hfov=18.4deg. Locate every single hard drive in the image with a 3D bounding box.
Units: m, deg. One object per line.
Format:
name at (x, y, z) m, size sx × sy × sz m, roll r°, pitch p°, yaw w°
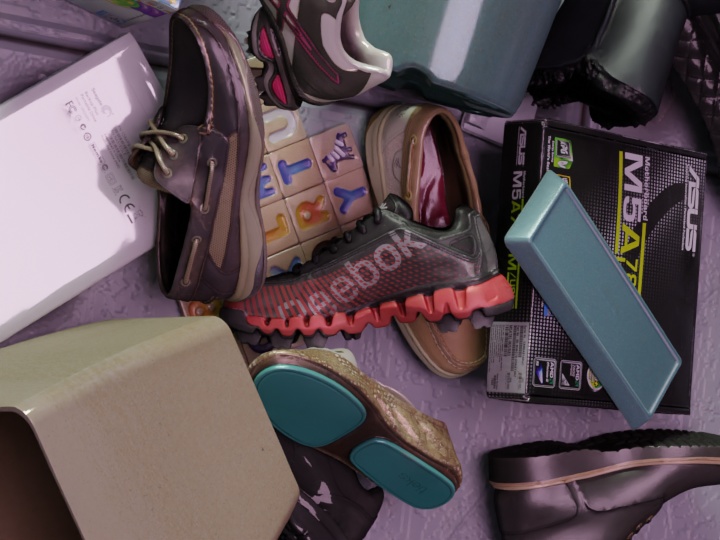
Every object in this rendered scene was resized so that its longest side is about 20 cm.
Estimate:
hard drive at (-0.204, -0.051, 1.456) m, size 0.200 × 0.027 × 0.132 m, roll -33°, pitch 103°, yaw -21°

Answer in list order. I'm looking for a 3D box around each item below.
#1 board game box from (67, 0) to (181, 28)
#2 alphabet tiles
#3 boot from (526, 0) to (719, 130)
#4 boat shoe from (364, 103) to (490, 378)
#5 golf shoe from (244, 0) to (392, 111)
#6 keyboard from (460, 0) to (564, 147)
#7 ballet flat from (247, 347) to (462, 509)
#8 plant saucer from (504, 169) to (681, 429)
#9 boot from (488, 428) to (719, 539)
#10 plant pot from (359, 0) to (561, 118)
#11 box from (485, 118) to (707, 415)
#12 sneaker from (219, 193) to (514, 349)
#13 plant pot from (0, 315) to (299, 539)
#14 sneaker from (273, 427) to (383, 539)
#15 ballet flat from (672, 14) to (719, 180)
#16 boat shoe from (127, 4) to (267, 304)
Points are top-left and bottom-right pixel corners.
board game box at (-0.146, -0.275, 1.450) m, size 0.103 × 0.105 × 0.200 m, roll 25°, pitch 79°, yaw -24°
alphabet tiles at (-0.068, -0.044, 1.539) m, size 0.167 × 0.008 × 0.200 m, roll -23°, pitch 100°, yaw -25°
boot at (0.229, -0.173, 1.587) m, size 0.076 × 0.200 × 0.168 m, roll 66°, pitch 40°, yaw -55°
boat shoe at (0.056, -0.021, 1.562) m, size 0.074 × 0.066 × 0.200 m, roll -21°, pitch 99°, yaw -34°
golf shoe at (-0.044, -0.198, 1.407) m, size 0.077 × 0.088 × 0.200 m, roll -57°, pitch 133°, yaw -45°
keyboard at (0.124, -0.188, 1.637) m, size 0.056 × 0.011 × 0.200 m, roll 22°, pitch 80°, yaw -30°
ballet flat at (-0.007, 0.093, 1.486) m, size 0.200 × 0.070 × 0.065 m, roll 41°, pitch 32°, yaw -38°
plant saucer at (0.168, 0.023, 1.559) m, size 0.070 × 0.019 × 0.200 m, roll -56°, pitch 127°, yaw -28°
boot at (0.190, 0.192, 1.632) m, size 0.200 × 0.077 × 0.139 m, roll -4°, pitch 95°, yaw -13°
plant pot at (0.063, -0.217, 1.514) m, size 0.200 × 0.200 × 0.196 m, roll 17°, pitch 89°, yaw -25°
box at (0.173, 0.001, 1.607) m, size 0.193 × 0.047 × 0.200 m, roll 9°, pitch 84°, yaw -43°
sneaker at (0.000, 0.000, 1.502) m, size 0.200 × 0.071 × 0.098 m, roll -8°, pitch 94°, yaw 3°
plant pot at (-0.160, 0.129, 1.390) m, size 0.177 × 0.200 × 0.200 m, roll -35°, pitch 110°, yaw -38°
sneaker at (-0.058, 0.116, 1.513) m, size 0.091 × 0.076 × 0.200 m, roll -47°, pitch 115°, yaw -30°
ballet flat at (0.266, -0.126, 1.690) m, size 0.200 × 0.057 × 0.066 m, roll 66°, pitch 24°, yaw -12°
boat shoe at (-0.107, -0.070, 1.436) m, size 0.073 × 0.074 × 0.200 m, roll -14°, pitch 108°, yaw -28°
